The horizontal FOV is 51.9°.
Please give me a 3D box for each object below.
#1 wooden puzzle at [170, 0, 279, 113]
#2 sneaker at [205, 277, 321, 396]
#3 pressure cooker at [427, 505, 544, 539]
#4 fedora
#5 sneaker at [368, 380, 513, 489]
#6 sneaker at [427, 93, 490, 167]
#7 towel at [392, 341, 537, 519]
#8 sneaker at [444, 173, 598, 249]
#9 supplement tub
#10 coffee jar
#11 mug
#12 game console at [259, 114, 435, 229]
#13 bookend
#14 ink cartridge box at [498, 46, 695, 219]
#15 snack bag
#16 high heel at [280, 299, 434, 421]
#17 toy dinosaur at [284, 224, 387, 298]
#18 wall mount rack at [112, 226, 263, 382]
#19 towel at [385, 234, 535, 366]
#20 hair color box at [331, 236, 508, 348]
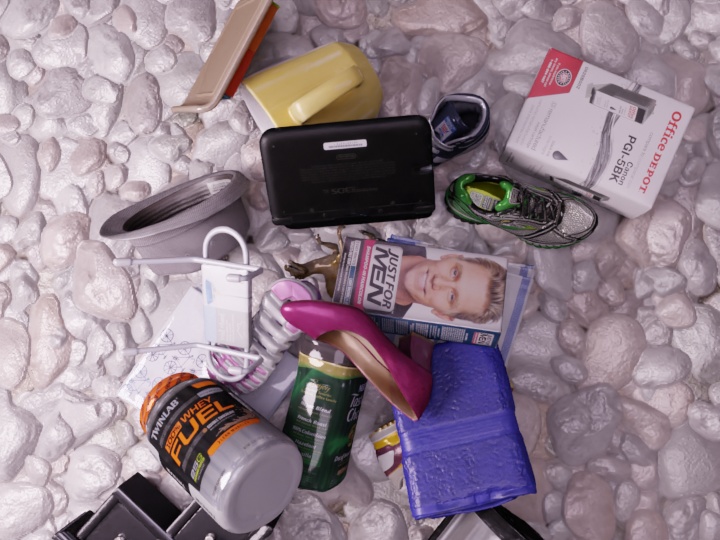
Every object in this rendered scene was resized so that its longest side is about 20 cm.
[{"bbox_3d":[-0.167,-0.282,0.960,0.037,0.185,0.200,33,86,-26],"label":"wooden puzzle"},{"bbox_3d":[-0.117,0.083,0.956,0.080,0.088,0.200,45,110,2],"label":"sneaker"},{"bbox_3d":[0.144,0.392,0.881,0.176,0.179,0.200,38,88,3],"label":"pressure cooker"},{"bbox_3d":[-0.226,-0.053,0.963,0.200,0.177,0.091,-26,114,-9],"label":"fedora"},{"bbox_3d":[0.115,0.207,0.951,0.200,0.075,0.090,-27,82,10],"label":"sneaker"},{"bbox_3d":[0.084,-0.158,0.958,0.200,0.109,0.070,-34,84,1],"label":"sneaker"},{"bbox_3d":[0.116,0.185,0.885,0.147,0.050,0.201,-14,66,8],"label":"towel"},{"bbox_3d":[0.208,-0.077,0.957,0.199,0.085,0.078,11,87,4],"label":"sneaker"},{"bbox_3d":[-0.173,0.209,0.887,0.200,0.122,0.123,27,88,38],"label":"supplement tub"},{"bbox_3d":[-0.043,0.168,0.934,0.085,0.104,0.201,14,94,19],"label":"coffee jar"},{"bbox_3d":[-0.047,-0.209,0.948,0.153,0.150,0.187,-33,43,-8],"label":"mug"},{"bbox_3d":[-0.011,-0.115,0.921,0.199,0.117,0.176,-5,119,3],"label":"game console"},{"bbox_3d":[-0.240,0.324,0.946,0.199,0.092,0.200,43,91,3],"label":"bookend"},{"bbox_3d":[0.303,-0.176,0.958,0.199,0.083,0.147,24,87,6],"label":"ink cartridge box"},{"bbox_3d":[-0.200,0.149,0.999,0.200,0.021,0.189,36,88,5],"label":"snack bag"},{"bbox_3d":[-0.004,0.100,0.842,0.199,0.067,0.096,18,62,-15],"label":"high heel"},{"bbox_3d":[0.000,0.000,0.989,0.199,0.058,0.101,19,98,-10],"label":"toy dinosaur"},{"bbox_3d":[-0.201,0.047,0.889,0.173,0.075,0.201,7,106,20],"label":"wall mount rack"},{"bbox_3d":[0.116,0.042,0.962,0.199,0.024,0.147,13,102,-2],"label":"towel"},{"bbox_3d":[0.071,0.025,0.890,0.199,0.061,0.100,7,66,6],"label":"hair color box"}]
